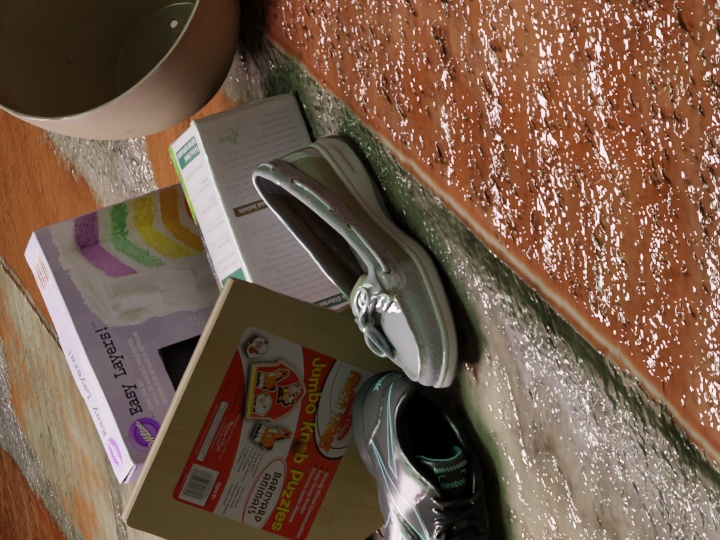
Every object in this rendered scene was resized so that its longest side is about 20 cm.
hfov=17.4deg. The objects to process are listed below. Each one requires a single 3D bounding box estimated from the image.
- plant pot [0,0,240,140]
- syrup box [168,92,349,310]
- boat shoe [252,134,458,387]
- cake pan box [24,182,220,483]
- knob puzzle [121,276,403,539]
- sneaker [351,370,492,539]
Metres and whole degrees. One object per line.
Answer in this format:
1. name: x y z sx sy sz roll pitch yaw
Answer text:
1. plant pot: -0.162 -0.173 1.659 0.201 0.200 0.134 58 -169 32
2. syrup box: -0.058 -0.013 1.639 0.201 0.081 0.079 71 161 4
3. boat shoe: 0.000 -0.002 1.523 0.202 0.065 0.075 60 157 28
4. cake pan box: -0.122 0.038 1.703 0.200 0.184 0.052 66 159 14
5. knob puzzle: -0.043 0.113 1.577 0.030 0.219 0.220 28 134 60
6. sneaker: 0.048 0.160 1.531 0.201 0.075 0.079 69 158 4
